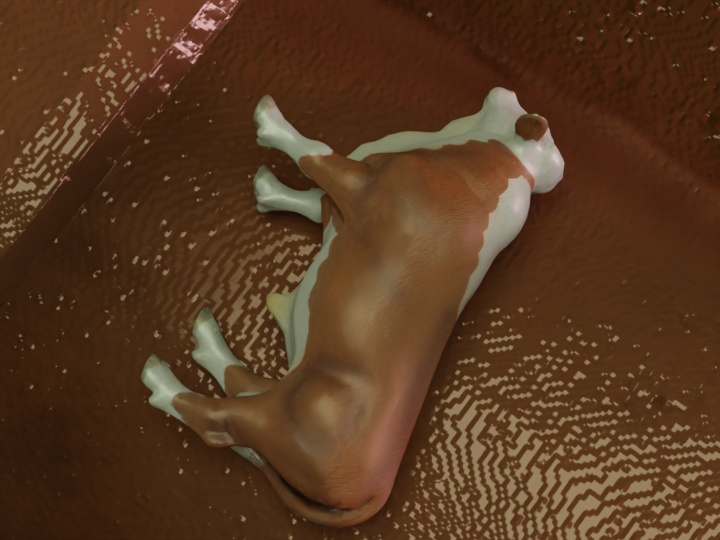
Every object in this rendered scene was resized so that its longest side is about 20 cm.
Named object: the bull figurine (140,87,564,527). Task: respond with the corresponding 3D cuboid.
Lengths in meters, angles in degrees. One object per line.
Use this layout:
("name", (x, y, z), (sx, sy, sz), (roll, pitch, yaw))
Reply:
("bull figurine", (0.000, 0.000, 0.781), (0.121, 0.065, 0.201), (21, 75, 13))
